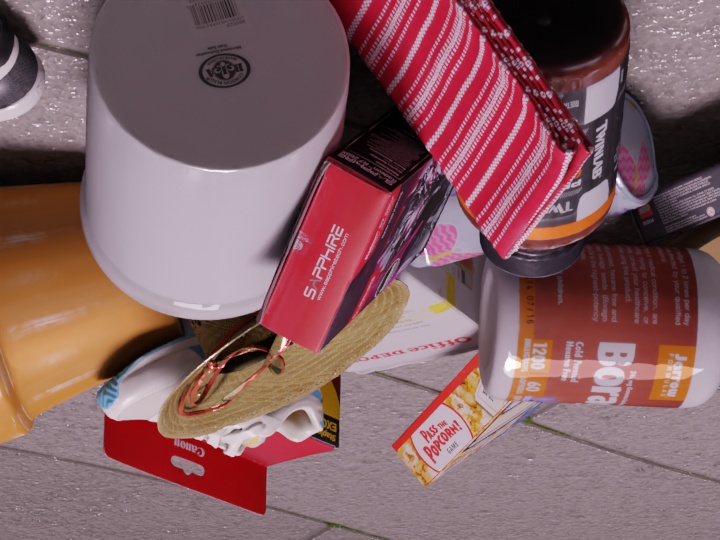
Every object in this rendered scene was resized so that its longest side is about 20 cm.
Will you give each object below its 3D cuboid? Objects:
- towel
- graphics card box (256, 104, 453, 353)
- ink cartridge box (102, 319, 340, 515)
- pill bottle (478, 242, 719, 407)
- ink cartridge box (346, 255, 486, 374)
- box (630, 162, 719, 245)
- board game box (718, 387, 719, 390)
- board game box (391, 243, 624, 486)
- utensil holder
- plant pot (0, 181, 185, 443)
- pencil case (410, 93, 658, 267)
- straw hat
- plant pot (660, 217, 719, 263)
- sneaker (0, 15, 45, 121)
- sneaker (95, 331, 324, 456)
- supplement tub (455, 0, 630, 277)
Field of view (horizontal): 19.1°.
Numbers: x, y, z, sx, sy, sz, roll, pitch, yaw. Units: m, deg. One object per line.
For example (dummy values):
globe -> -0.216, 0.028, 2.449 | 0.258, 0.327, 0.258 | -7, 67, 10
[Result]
towel -> 0.052, -0.116, 1.272 | 0.022, 0.200, 0.145 | -28, 166, -26
graphics card box -> 0.011, -0.040, 1.383 | 0.051, 0.200, 0.126 | 29, 117, 9
ink cartridge box -> -0.108, 0.086, 1.727 | 0.084, 0.176, 0.200 | -17, 151, 36
pill bottle -> 0.186, 0.038, 1.475 | 0.199, 0.113, 0.112 | 3, 156, -4
ink cartridge box -> 0.000, 0.000, 1.640 | 0.145, 0.084, 0.200 | -12, 153, 27
box -> 0.291, -0.074, 1.459 | 0.110, 0.035, 0.200 | -20, 177, -45
board game box -> 0.283, 0.051, 1.803 | 0.135, 0.035, 0.200 | -5, 155, 14
board game box -> 0.130, 0.076, 1.698 | 0.151, 0.046, 0.200 | -29, 164, -45
utensil holder -> -0.093, -0.084, 1.352 | 0.169, 0.170, 0.200 | 4, 155, -5
plant pot -> -0.232, 0.015, 1.581 | 0.183, 0.201, 0.200 | -15, 156, -2
pencil case -> 0.107, -0.065, 1.492 | 0.200, 0.083, 0.091 | -14, 126, 32
straw hat -> -0.072, 0.029, 1.505 | 0.201, 0.085, 0.201 | -28, 160, -11
plant pot -> 0.237, 0.022, 1.622 | 0.200, 0.028, 0.200 | -31, 156, -15
sneaker -> -0.314, -0.136, 1.377 | 0.199, 0.073, 0.112 | -12, 151, 9
sneaker -> -0.105, 0.093, 1.588 | 0.200, 0.081, 0.076 | -3, 156, -43
supplement tub -> 0.112, -0.087, 1.346 | 0.107, 0.107, 0.200 | 0, 137, 3
